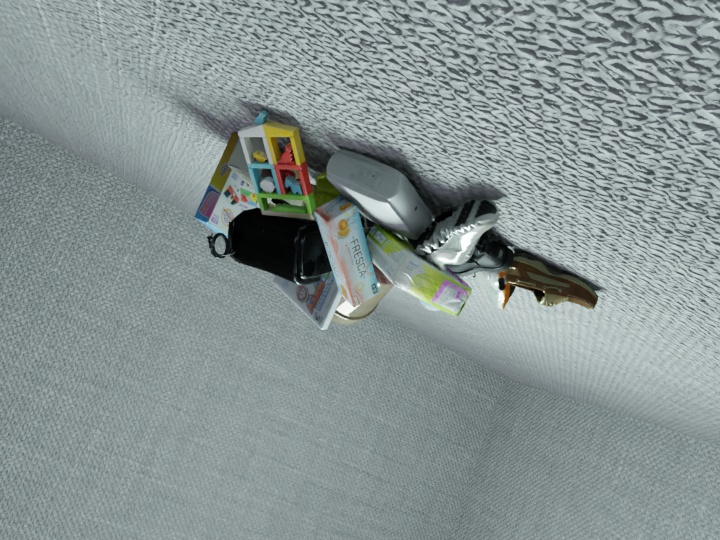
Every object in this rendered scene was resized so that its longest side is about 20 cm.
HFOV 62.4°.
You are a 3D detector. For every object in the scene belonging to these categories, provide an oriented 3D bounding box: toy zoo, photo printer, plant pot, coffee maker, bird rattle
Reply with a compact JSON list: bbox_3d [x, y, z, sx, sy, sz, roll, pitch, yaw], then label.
[{"bbox_3d":[-0.156,-0.194,1.105,0.127,0.021,0.205,8,126,29],"label":"toy zoo"},{"bbox_3d":[0.042,-0.133,1.107,0.164,0.071,0.200,28,174,31],"label":"photo printer"},{"bbox_3d":[0.000,0.000,1.311,0.196,0.206,0.172,28,150,-25],"label":"plant pot"},{"bbox_3d":[-0.167,-0.043,1.197,0.196,0.191,0.138,15,131,38],"label":"coffee maker"},{"bbox_3d":[-0.095,-0.149,1.216,0.195,0.117,0.162,12,171,31],"label":"bird rattle"}]

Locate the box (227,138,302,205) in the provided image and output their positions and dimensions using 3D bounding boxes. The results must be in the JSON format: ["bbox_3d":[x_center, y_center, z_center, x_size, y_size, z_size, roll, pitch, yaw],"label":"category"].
[{"bbox_3d":[-0.197,-0.212,1.312,0.093,0.080,0.200,20,170,22],"label":"box"}]

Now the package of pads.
[{"bbox_3d":[0.111,0.002,1.160,0.197,0.069,0.155,26,-167,-34],"label":"package of pads"}]

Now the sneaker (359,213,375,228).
[{"bbox_3d":[-0.015,-0.127,1.336,0.194,0.083,0.128,8,174,32],"label":"sneaker"}]

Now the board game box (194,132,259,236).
[{"bbox_3d":[-0.276,-0.177,1.328,0.039,0.206,0.153,19,170,23],"label":"board game box"}]

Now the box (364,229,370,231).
[{"bbox_3d":[0.076,-0.026,1.564,0.032,0.124,0.197,-36,130,28],"label":"box"}]

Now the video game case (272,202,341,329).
[{"bbox_3d":[-0.096,-0.011,1.272,0.181,0.205,0.023,38,-157,31],"label":"video game case"}]

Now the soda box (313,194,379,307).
[{"bbox_3d":[-0.024,-0.035,1.130,0.063,0.067,0.205,39,152,50],"label":"soda box"}]

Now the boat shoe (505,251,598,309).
[{"bbox_3d":[0.374,0.035,1.188,0.195,0.076,0.076,25,172,-2],"label":"boat shoe"}]

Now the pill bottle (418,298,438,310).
[{"bbox_3d":[0.194,0.035,1.578,0.106,0.112,0.200,21,171,15],"label":"pill bottle"}]

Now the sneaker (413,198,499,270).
[{"bbox_3d":[0.177,-0.059,1.035,0.081,0.076,0.199,44,147,-11],"label":"sneaker"}]

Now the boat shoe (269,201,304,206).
[{"bbox_3d":[-0.193,-0.174,1.593,0.197,0.075,0.069,14,156,47],"label":"boat shoe"}]

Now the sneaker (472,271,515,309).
[{"bbox_3d":[0.300,0.019,1.355,0.090,0.077,0.201,28,166,28],"label":"sneaker"}]

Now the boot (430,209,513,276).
[{"bbox_3d":[0.193,-0.052,1.187,0.160,0.076,0.196,28,164,-32],"label":"boot"}]

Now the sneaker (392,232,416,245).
[{"bbox_3d":[0.109,-0.084,1.311,0.114,0.077,0.200,34,175,32],"label":"sneaker"}]
